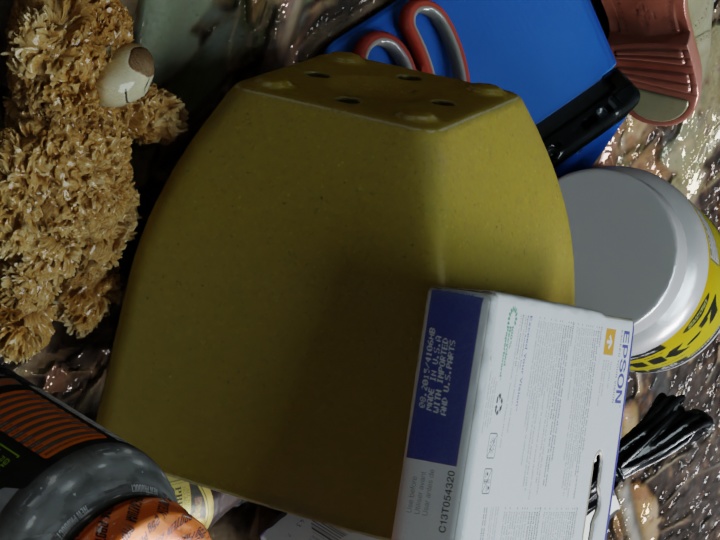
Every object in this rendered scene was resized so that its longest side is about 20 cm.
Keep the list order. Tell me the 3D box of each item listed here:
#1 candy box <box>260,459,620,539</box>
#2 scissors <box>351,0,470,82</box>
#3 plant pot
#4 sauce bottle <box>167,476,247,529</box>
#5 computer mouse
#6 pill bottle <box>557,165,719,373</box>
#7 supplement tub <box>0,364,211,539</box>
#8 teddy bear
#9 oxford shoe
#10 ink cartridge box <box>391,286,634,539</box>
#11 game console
[{"bbox_3d":[0.052,0.148,1.708,0.200,0.071,0.168,-47,141,-20],"label":"candy box"},{"bbox_3d":[0.050,-0.049,1.587,0.073,0.014,0.200,-25,97,-36],"label":"scissors"},{"bbox_3d":[0.000,0.000,1.486,0.194,0.195,0.200,-26,127,-60],"label":"plant pot"},{"bbox_3d":[-0.113,0.118,1.552,0.200,0.066,0.066,-12,121,-46],"label":"sauce bottle"},{"bbox_3d":[0.118,0.113,1.602,0.140,0.046,0.200,-32,171,-14],"label":"computer mouse"},{"bbox_3d":[0.154,-0.001,1.714,0.114,0.114,0.200,-63,165,2],"label":"pill bottle"},{"bbox_3d":[-0.170,0.115,1.363,0.122,0.200,0.123,-29,133,-36],"label":"supplement tub"},{"bbox_3d":[-0.138,-0.046,1.412,0.145,0.067,0.200,1,112,-54],"label":"teddy bear"},{"bbox_3d":[0.175,-0.188,1.725,0.074,0.071,0.200,-61,153,-49],"label":"oxford shoe"},{"bbox_3d":[0.072,0.111,1.419,0.200,0.043,0.197,12,86,-66],"label":"ink cartridge box"},{"bbox_3d":[0.051,-0.080,1.666,0.200,0.118,0.171,-34,167,-32],"label":"game console"}]
